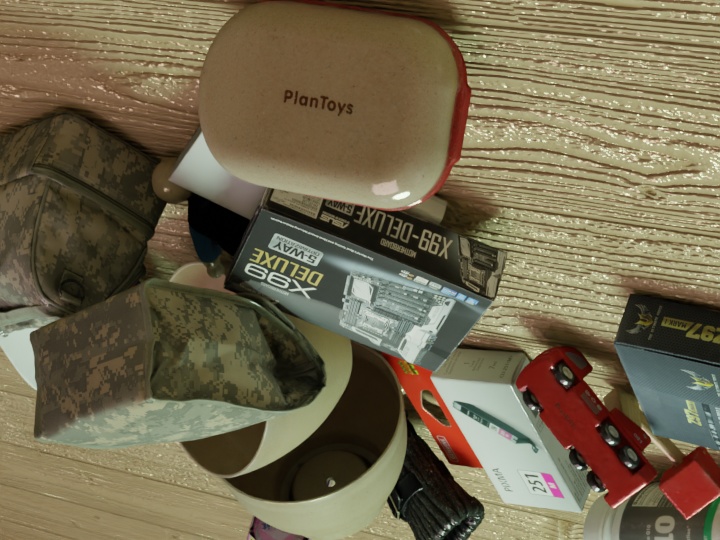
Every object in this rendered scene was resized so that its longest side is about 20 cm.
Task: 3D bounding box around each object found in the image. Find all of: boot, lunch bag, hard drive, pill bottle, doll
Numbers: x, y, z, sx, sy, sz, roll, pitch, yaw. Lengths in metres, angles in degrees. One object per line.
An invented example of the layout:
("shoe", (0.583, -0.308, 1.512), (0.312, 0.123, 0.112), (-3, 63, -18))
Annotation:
("boot", (0.056, 0.238, 1.980), (0.158, 0.079, 0.211), (51, 168, 16))
("lunch bag", (-0.277, -0.028, 1.650), (0.139, 0.168, 0.200), (34, 156, -28))
("hard drive", (-0.045, -0.065, 1.508), (0.199, 0.026, 0.132), (26, 149, -12))
("pill bottle", (0.322, 0.265, 1.843), (0.113, 0.114, 0.200), (34, 156, -28))
("lunch bag", (-0.149, 0.086, 1.563), (0.199, 0.118, 0.164), (12, 156, -43))
("doll", (-0.095, -0.034, 1.615), (0.199, 0.049, 0.136), (31, 136, -15))

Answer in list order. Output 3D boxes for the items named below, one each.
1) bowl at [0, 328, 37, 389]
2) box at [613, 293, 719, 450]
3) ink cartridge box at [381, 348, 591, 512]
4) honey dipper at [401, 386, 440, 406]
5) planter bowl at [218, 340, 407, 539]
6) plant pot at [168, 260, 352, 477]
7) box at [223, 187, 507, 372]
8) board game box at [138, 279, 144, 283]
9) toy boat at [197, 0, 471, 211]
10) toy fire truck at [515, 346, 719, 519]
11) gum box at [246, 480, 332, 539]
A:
("bowl", (-0.262, 0.080, 1.896), (0.199, 0.075, 0.200), (16, 156, 15))
("box", (0.306, 0.097, 1.546), (0.157, 0.051, 0.200), (13, 157, 25))
("ink cartridge box", (0.115, 0.153, 1.813), (0.173, 0.044, 0.200), (2, 138, 35))
("honey dipper", (0.122, 0.148, 1.869), (0.199, 0.038, 0.038), (23, 159, 5))
("planter bowl", (-0.042, 0.183, 1.845), (0.199, 0.201, 0.135), (12, 144, 25))
("plant pot", (-0.088, 0.083, 1.749), (0.134, 0.201, 0.200), (-9, 180, -37))
("box", (0.000, 0.000, 1.514), (0.199, 0.050, 0.158), (22, 151, -7))
("board game box", (-0.248, 0.066, 2.009), (0.151, 0.046, 0.200), (4, 152, 38))
("toy boat", (-0.010, -0.116, 1.289), (0.199, 0.131, 0.131), (12, -174, 23))
("toy fire truck", (0.235, 0.145, 1.669), (0.049, 0.141, 0.200), (-42, 82, 29))
("gum box", (-0.063, 0.225, 1.997), (0.066, 0.201, 0.114), (20, 160, 2))
